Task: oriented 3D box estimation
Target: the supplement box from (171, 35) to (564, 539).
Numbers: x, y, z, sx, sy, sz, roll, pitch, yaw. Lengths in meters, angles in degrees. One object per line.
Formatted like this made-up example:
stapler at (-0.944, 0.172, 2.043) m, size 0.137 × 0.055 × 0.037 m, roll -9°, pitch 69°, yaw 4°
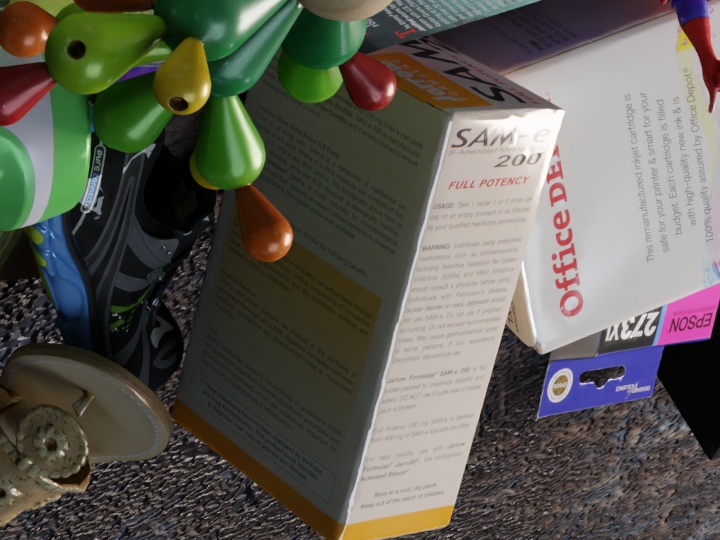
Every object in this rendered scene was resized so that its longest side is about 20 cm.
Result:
supplement box at (0.000, 0.000, 1.101) m, size 0.073 × 0.126 × 0.201 m, roll -5°, pitch 118°, yaw -42°

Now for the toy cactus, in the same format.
toy cactus at (-0.031, -0.083, 0.891) m, size 0.165 × 0.103 × 0.200 m, roll -35°, pitch 158°, yaw 23°

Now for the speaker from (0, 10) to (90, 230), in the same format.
speaker at (-0.204, -0.049, 0.924) m, size 0.199 × 0.089 × 0.089 m, roll -6°, pitch 146°, yaw -23°

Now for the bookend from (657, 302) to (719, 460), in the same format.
bookend at (0.296, -0.001, 1.505) m, size 0.199 × 0.092 × 0.199 m, roll -16°, pitch 150°, yaw -27°

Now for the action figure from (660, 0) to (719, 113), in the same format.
action figure at (0.096, -0.120, 1.049) m, size 0.199 × 0.099 × 0.065 m, roll -5°, pitch 149°, yaw -14°

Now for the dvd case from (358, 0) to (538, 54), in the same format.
dvd case at (0.051, -0.137, 0.940) m, size 0.199 × 0.022 × 0.146 m, roll -17°, pitch 158°, yaw 25°

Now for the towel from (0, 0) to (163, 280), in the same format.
towel at (-0.153, -0.055, 1.056) m, size 0.143 × 0.023 × 0.200 m, roll -6°, pitch 144°, yaw -37°

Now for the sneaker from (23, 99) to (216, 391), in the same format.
sneaker at (-0.097, -0.007, 1.088) m, size 0.082 × 0.071 × 0.200 m, roll -19°, pitch 149°, yaw -7°

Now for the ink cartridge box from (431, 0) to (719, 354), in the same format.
ink cartridge box at (0.140, -0.070, 1.183) m, size 0.199 × 0.083 × 0.146 m, roll -20°, pitch 120°, yaw -16°

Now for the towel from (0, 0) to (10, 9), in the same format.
towel at (-0.065, -0.140, 0.834) m, size 0.149 × 0.031 × 0.200 m, roll -36°, pitch -175°, yaw -13°

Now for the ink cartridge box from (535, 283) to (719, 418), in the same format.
ink cartridge box at (0.150, -0.016, 1.296) m, size 0.094 × 0.037 × 0.201 m, roll -7°, pitch 117°, yaw -43°

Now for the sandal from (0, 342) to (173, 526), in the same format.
sandal at (-0.154, 0.084, 1.126) m, size 0.070 × 0.078 × 0.211 m, roll -58°, pitch -158°, yaw -21°
